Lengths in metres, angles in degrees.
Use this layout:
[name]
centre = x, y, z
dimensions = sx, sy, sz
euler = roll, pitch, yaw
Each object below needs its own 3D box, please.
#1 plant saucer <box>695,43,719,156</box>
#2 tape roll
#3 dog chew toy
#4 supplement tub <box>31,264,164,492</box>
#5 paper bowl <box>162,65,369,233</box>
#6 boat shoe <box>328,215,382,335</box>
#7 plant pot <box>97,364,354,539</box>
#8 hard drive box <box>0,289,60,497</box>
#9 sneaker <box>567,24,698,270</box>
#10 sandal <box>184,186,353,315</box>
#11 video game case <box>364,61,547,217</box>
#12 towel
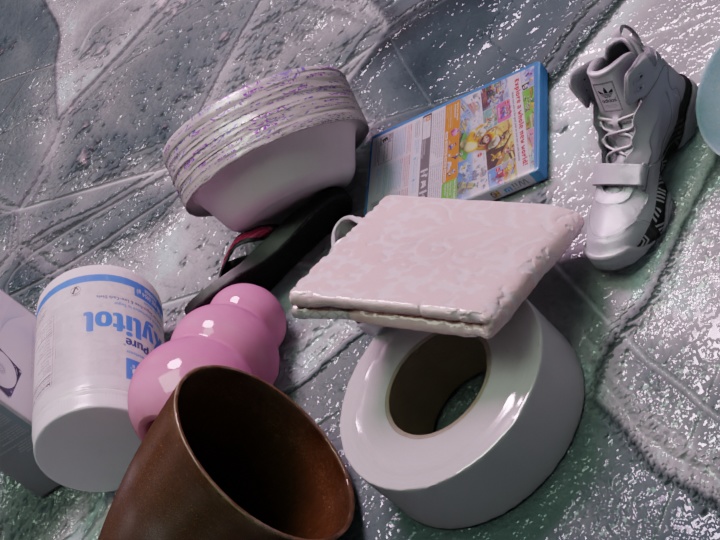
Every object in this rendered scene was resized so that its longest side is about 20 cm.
[plant saucer]
centre = 0.370, -0.154, 1.394
dimensions = 0.201, 0.039, 0.201
euler = -26, 41, 25
[tape roll]
centre = 0.082, 0.108, 1.415
dimensions = 0.202, 0.071, 0.203
euler = -27, 42, 26
[dog chew toy]
centre = -0.133, 0.089, 1.605
dimensions = 0.124, 0.125, 0.200
euler = -12, 34, 37
[supplement tub]
centre = -0.258, 0.104, 1.701
dimensions = 0.132, 0.132, 0.200
euler = -32, 40, 19
[paper bowl]
centre = -0.086, -0.109, 1.690
dimensions = 0.200, 0.201, 0.105
euler = -30, 80, 22
[boat shoe]
centre = 0.000, 0.000, 1.540
dimensions = 0.074, 0.065, 0.200
euler = -54, 12, 8
[plant pot]
centre = -0.138, 0.217, 1.467
dimensions = 0.200, 0.187, 0.187
euler = -48, 34, 25
[hard drive box]
centre = -0.366, 0.110, 1.742
dimensions = 0.077, 0.200, 0.156
euler = -31, 41, 19
[sneaker]
centre = 0.215, -0.106, 1.438
dimensions = 0.075, 0.115, 0.200
euler = 0, 57, 45
[sandal]
centre = -0.095, -0.019, 1.695
dimensions = 0.200, 0.075, 0.045
euler = -41, 66, -2
[video game case]
centre = 0.090, -0.109, 1.644
dimensions = 0.200, 0.018, 0.143
euler = -22, 43, 30
[towel]
centre = 0.065, -0.006, 1.425
dimensions = 0.191, 0.032, 0.200
euler = 5, 30, 28
